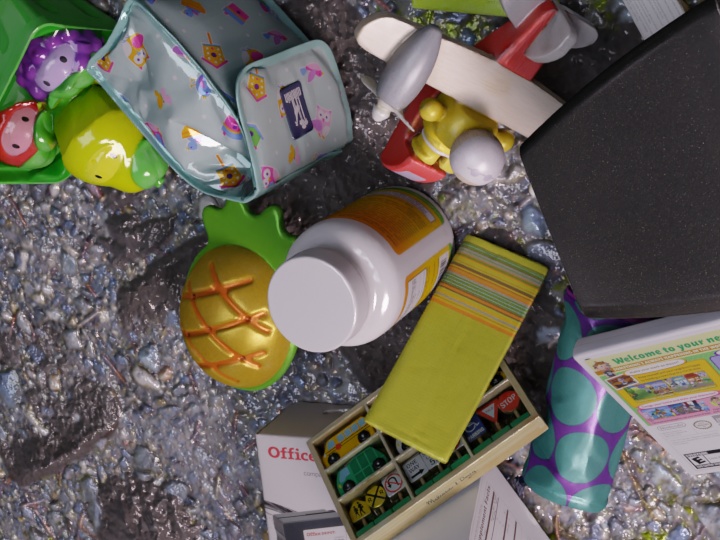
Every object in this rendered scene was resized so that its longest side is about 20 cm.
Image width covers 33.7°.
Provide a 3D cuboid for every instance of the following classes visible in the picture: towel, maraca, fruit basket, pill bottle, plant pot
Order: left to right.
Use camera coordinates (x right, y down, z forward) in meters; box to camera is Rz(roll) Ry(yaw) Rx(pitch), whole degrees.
[{"bbox_3d":[-0.290,-0.151,1.174,0.215,0.155,0.217,4,96,38],"label":"fruit basket"},{"bbox_3d":[-0.114,0.023,1.158,0.137,0.107,0.201,19,113,21],"label":"maraca"},{"bbox_3d":[0.000,0.000,1.043,0.110,0.200,0.112,8,109,23],"label":"pill bottle"},{"bbox_3d":[0.087,0.067,1.058,0.086,0.018,0.201,24,74,21],"label":"towel"},{"bbox_3d":[0.234,-0.067,0.861,0.177,0.199,0.201,-22,88,30],"label":"plant pot"}]

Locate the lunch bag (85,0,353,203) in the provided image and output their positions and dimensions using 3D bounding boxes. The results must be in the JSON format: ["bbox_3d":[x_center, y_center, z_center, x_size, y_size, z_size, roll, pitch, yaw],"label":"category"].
[{"bbox_3d":[-0.111,-0.162,1.060,0.200,0.170,0.122,46,127,5],"label":"lunch bag"}]

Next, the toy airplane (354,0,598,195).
[{"bbox_3d":[0.104,-0.135,0.958,0.199,0.142,0.199,-2,147,8],"label":"toy airplane"}]

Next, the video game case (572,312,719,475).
[{"bbox_3d":[0.299,0.093,0.936,0.199,0.022,0.182,-20,127,44],"label":"video game case"}]

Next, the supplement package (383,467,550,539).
[{"bbox_3d":[0.110,0.284,1.096,0.113,0.110,0.200,-21,120,29],"label":"supplement package"}]

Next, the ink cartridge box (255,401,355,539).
[{"bbox_3d":[-0.016,0.244,1.195,0.144,0.084,0.201,0,105,24],"label":"ink cartridge box"}]

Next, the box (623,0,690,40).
[{"bbox_3d":[0.230,-0.228,0.953,0.041,0.039,0.201,-29,93,28],"label":"box"}]

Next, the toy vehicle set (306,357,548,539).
[{"bbox_3d":[0.056,0.148,1.069,0.200,0.027,0.124,-37,48,6],"label":"toy vehicle set"}]

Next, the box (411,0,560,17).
[{"bbox_3d":[0.109,-0.314,0.978,0.121,0.048,0.201,11,111,23],"label":"box"}]

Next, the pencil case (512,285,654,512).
[{"bbox_3d":[0.199,0.111,1.051,0.092,0.085,0.201,-132,48,-58],"label":"pencil case"}]
